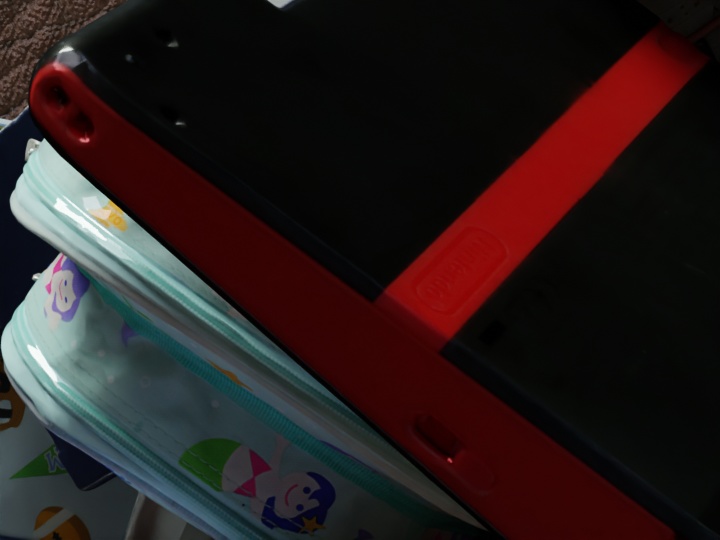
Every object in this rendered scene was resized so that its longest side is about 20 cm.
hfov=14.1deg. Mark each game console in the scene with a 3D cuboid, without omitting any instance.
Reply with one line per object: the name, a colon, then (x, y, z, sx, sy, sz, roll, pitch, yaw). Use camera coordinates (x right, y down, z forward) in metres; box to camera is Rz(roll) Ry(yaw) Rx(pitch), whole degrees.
game console: (0.040, -0.010, 0.596, 0.031, 0.177, 0.200, -56, -6, 28)

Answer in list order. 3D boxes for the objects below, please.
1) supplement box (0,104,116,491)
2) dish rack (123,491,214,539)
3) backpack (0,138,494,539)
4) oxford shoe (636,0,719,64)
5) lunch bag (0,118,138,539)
supplement box: (-0.024, -0.032, 0.941, 0.200, 0.109, 0.109, -31, 0, -33)
dish rack: (0.019, 0.036, 0.914, 0.200, 0.044, 0.172, -34, -8, -16)
backpack: (0.000, 0.000, 0.728, 0.151, 0.177, 0.200, -55, -2, 1)
oxford shoe: (0.091, -0.062, 0.731, 0.070, 0.075, 0.200, -26, -28, 14)
lunch bag: (-0.115, 0.034, 0.991, 0.199, 0.161, 0.075, 12, -12, -28)
